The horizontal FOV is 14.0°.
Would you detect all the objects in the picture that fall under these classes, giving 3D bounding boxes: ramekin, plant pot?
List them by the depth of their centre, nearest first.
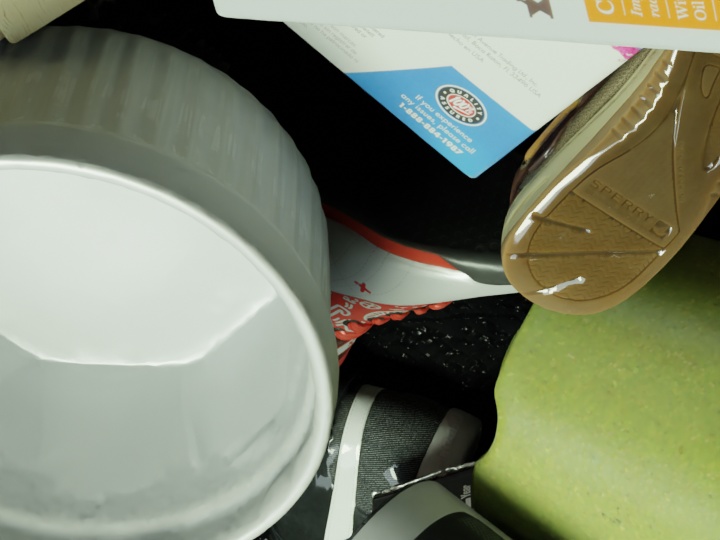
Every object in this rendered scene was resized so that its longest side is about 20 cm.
[{"bbox_3d":[-0.103,0.006,1.055,0.199,0.105,0.201,3,130,4],"label":"ramekin"},{"bbox_3d":[0.149,0.073,1.068,0.184,0.200,0.201,23,141,22],"label":"plant pot"}]

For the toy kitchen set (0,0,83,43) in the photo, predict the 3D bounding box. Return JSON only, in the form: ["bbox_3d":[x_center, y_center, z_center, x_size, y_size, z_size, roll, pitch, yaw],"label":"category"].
[{"bbox_3d":[-0.159,-0.191,1.029,0.200,0.181,0.163,-31,126,1],"label":"toy kitchen set"}]

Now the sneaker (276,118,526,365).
[{"bbox_3d":[0.000,-0.001,1.147,0.201,0.067,0.108,9,138,25],"label":"sneaker"}]

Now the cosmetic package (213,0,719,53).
[{"bbox_3d":[0.043,-0.129,0.877,0.199,0.071,0.102,7,129,32],"label":"cosmetic package"}]

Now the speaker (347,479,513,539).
[{"bbox_3d":[0.077,0.163,1.027,0.200,0.081,0.081,37,144,23],"label":"speaker"}]

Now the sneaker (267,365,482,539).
[{"bbox_3d":[-0.023,0.112,1.280,0.112,0.073,0.200,25,132,7],"label":"sneaker"}]

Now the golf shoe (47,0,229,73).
[{"bbox_3d":[-0.148,-0.056,1.131,0.199,0.078,0.095,2,130,-1],"label":"golf shoe"}]

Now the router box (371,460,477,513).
[{"bbox_3d":[0.063,0.197,1.155,0.062,0.200,0.150,-19,134,17],"label":"router box"}]

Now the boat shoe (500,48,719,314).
[{"bbox_3d":[0.122,-0.070,1.006,0.072,0.072,0.200,32,119,-22],"label":"boat shoe"}]

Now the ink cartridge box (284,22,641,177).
[{"bbox_3d":[0.061,-0.129,0.976,0.116,0.067,0.200,39,138,-12],"label":"ink cartridge box"}]
